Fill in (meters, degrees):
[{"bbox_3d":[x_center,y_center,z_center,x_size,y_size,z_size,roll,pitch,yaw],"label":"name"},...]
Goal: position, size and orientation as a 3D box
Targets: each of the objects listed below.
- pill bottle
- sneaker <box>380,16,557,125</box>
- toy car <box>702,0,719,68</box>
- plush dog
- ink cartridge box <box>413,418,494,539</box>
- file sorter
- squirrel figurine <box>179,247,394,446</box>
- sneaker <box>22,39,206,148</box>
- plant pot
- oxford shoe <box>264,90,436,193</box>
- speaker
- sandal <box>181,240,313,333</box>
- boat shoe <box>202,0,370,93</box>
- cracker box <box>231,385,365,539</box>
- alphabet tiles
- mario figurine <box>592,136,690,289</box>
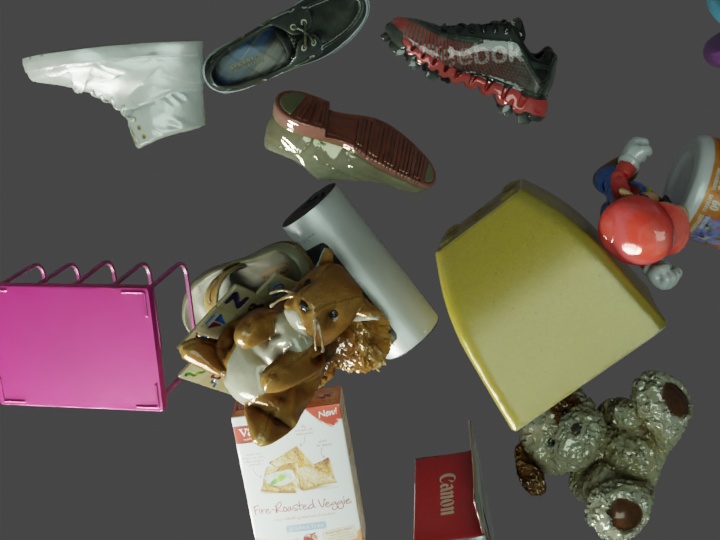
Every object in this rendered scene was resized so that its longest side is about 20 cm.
[{"bbox_3d":[0.438,-0.066,1.239,0.198,0.112,0.113,18,108,-3],"label":"pill bottle"},{"bbox_3d":[0.123,-0.237,1.222,0.199,0.071,0.099,23,107,-7],"label":"sneaker"},{"bbox_3d":[0.431,-0.236,1.180,0.149,0.175,0.201,-17,111,46],"label":"toy car"},{"bbox_3d":[0.270,0.199,1.336,0.171,0.161,0.201,25,79,9],"label":"plush dog"},{"bbox_3d":[0.108,0.296,1.321,0.083,0.200,0.177,-10,107,6],"label":"ink cartridge box"},{"bbox_3d":[-0.298,0.066,1.291,0.198,0.125,0.140,1,108,15],"label":"file sorter"},{"bbox_3d":[-0.054,0.064,1.212,0.142,0.199,0.187,50,118,21],"label":"squirrel figurine"},{"bbox_3d":[-0.267,-0.189,1.252,0.198,0.074,0.117,-3,104,2],"label":"sneaker"},{"bbox_3d":[0.186,0.016,1.242,0.194,0.196,0.201,-37,94,13],"label":"plant pot"},{"bbox_3d":[-0.012,-0.131,1.274,0.199,0.071,0.074,25,132,-6],"label":"oxford shoe"},{"bbox_3d":[0.000,0.000,1.297,0.081,0.081,0.200,-35,103,12],"label":"speaker"},{"bbox_3d":[-0.138,0.029,1.302,0.199,0.054,0.081,-27,108,34],"label":"sandal"},{"bbox_3d":[-0.077,-0.244,1.226,0.199,0.057,0.069,-28,106,1],"label":"boat shoe"},{"bbox_3d":[-0.073,0.249,1.390,0.133,0.058,0.202,-8,106,5],"label":"cracker box"},{"bbox_3d":[-0.109,0.079,1.298,0.166,0.006,0.199,-46,141,14],"label":"alphabet tiles"},{"bbox_3d":[0.305,-0.061,1.201,0.123,0.200,0.106,39,106,-10],"label":"mario figurine"}]
